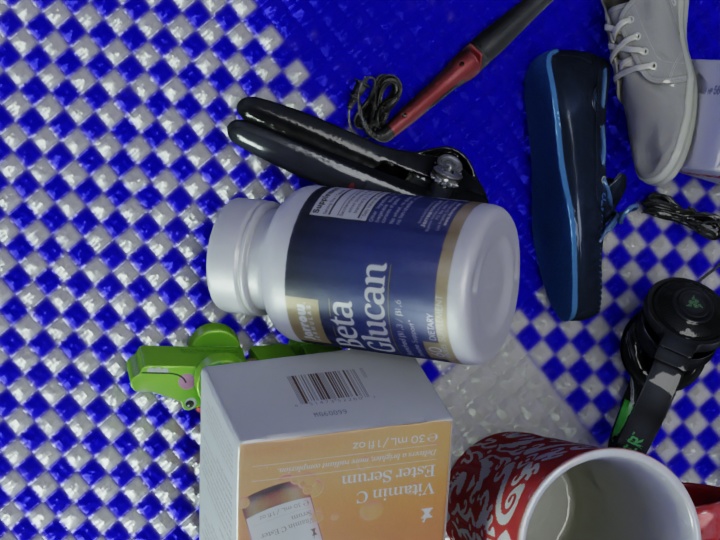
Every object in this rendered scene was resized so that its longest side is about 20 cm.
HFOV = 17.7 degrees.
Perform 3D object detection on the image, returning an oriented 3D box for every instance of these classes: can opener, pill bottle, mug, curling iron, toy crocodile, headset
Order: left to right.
[{"bbox_3d":[-0.067,0.077,1.645,0.200,0.068,0.062,0,113,-16],"label":"toy crocodile"},{"bbox_3d":[0.000,-0.070,1.650,0.200,0.063,0.079,21,125,-10],"label":"can opener"},{"bbox_3d":[0.000,0.000,1.597,0.200,0.111,0.111,7,92,23],"label":"pill bottle"},{"bbox_3d":[0.073,-0.159,1.693,0.200,0.026,0.050,-34,105,-12],"label":"curling iron"},{"bbox_3d":[0.158,0.188,1.648,0.177,0.200,0.134,22,86,-17],"label":"mug"},{"bbox_3d":[0.219,0.042,1.710,0.094,0.124,0.200,25,71,3],"label":"headset"}]

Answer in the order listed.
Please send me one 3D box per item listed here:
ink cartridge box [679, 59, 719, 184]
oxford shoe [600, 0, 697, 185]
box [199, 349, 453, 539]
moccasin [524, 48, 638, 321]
[{"bbox_3d":[0.329,-0.091,1.711,0.200,0.146,0.084,14,91,-16],"label":"ink cartridge box"},{"bbox_3d":[0.206,-0.159,1.694,0.058,0.075,0.200,10,73,-32],"label":"oxford shoe"},{"bbox_3d":[-0.027,0.168,1.605,0.152,0.106,0.200,-7,119,-16],"label":"box"},{"bbox_3d":[0.168,-0.063,1.700,0.068,0.080,0.200,-5,95,-21],"label":"moccasin"}]
